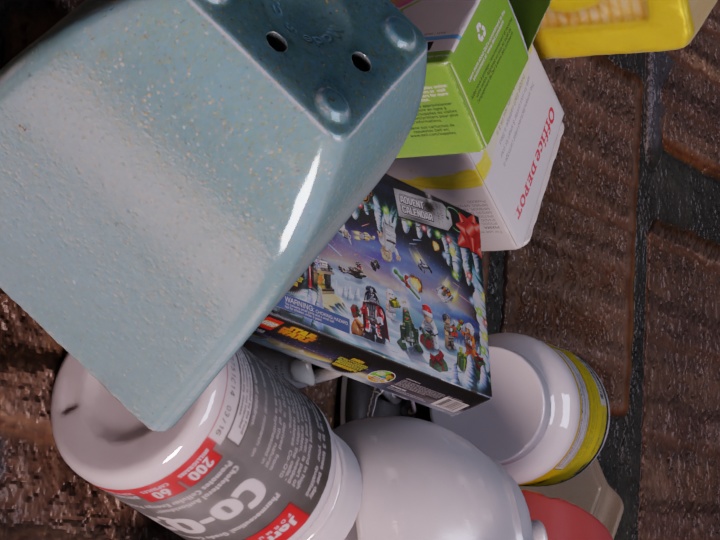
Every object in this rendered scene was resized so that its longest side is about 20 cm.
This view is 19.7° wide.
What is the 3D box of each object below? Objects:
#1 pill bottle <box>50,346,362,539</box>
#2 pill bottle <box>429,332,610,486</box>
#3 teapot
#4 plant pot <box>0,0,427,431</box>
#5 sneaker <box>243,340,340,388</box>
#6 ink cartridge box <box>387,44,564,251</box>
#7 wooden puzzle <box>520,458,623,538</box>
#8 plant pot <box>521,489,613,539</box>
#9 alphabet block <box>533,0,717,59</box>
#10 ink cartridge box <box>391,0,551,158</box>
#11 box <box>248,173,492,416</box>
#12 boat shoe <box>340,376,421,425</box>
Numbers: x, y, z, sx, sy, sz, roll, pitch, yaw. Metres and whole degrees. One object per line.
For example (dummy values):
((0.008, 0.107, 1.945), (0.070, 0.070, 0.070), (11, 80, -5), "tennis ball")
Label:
((-0.084, 0.105, 1.230), (0.200, 0.114, 0.114), (42, 54, -52), "pill bottle")
((0.117, 0.105, 1.555), (0.200, 0.112, 0.113), (21, 71, -72), "pill bottle")
((0.054, 0.185, 1.367), (0.198, 0.146, 0.200), (102, -19, -51), "teapot")
((-0.078, -0.078, 1.081), (0.196, 0.200, 0.196), (44, 41, -5), "plant pot")
((-0.018, 0.036, 1.380), (0.200, 0.086, 0.075), (-44, 125, -54), "sneaker")
((0.070, -0.129, 1.541), (0.200, 0.083, 0.145), (59, 40, -41), "ink cartridge box")
((0.151, 0.197, 1.735), (0.200, 0.037, 0.185), (60, 41, -35), "wooden puzzle")
((0.109, 0.270, 1.513), (0.201, 0.200, 0.178), (59, 33, -42), "plant pot")
((0.186, -0.297, 1.646), (0.200, 0.195, 0.197), (-53, 131, -49), "alphabet block")
((0.036, -0.164, 1.365), (0.076, 0.147, 0.200), (63, 38, -36), "ink cartridge box")
((0.000, 0.000, 1.316), (0.200, 0.040, 0.137), (22, 53, -39), "box")
((0.033, 0.052, 1.499), (0.067, 0.057, 0.201), (48, 49, -50), "boat shoe")
